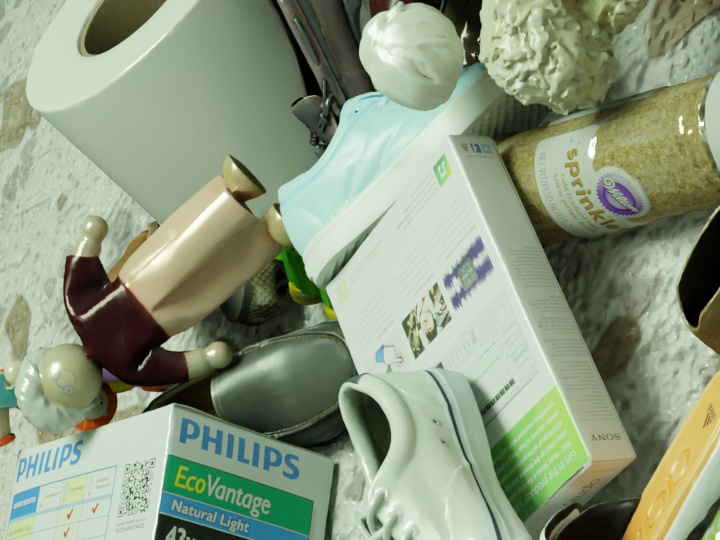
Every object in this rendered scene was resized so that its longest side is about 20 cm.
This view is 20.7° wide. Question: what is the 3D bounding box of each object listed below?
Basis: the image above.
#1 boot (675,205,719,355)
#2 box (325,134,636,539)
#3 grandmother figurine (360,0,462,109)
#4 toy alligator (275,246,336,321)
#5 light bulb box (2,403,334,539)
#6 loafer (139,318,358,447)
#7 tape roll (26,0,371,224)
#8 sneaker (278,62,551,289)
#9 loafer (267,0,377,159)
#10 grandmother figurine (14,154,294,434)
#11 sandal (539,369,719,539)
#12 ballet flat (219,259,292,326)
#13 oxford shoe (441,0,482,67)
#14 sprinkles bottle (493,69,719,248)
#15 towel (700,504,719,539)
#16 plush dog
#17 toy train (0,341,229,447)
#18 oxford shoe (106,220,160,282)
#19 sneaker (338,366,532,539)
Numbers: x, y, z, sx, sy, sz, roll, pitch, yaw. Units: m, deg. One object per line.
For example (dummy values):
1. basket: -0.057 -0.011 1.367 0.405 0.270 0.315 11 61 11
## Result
1. boot: 0.221 -0.038 0.891 0.201 0.075 0.074 -55 34 18
2. box: 0.058 0.051 1.043 0.144 0.036 0.201 -50 50 43
3. grandmother figurine: 0.026 -0.160 1.080 0.201 0.060 0.122 -95 2 -50
4. toy alligator: 0.000 0.000 1.205 0.054 0.060 0.200 -30 34 -22
5. light bulb box: -0.131 0.206 1.202 0.198 0.124 0.202 -19 56 49
6. loafer: -0.060 0.080 1.207 0.200 0.072 0.073 -29 72 48
7. tape roll: -0.101 -0.138 1.291 0.202 0.139 0.203 -34 31 24
8. sneaker: 0.027 -0.080 1.112 0.200 0.074 0.082 -40 69 15
9. loafer: -0.025 -0.117 1.190 0.072 0.063 0.202 167 89 -71
10. grandmother figurine: -0.131 0.019 1.187 0.200 0.061 0.121 -44 76 5
11. sandal: 0.117 0.124 0.929 0.079 0.059 0.208 -80 15 -76
12. ballet flat: -0.086 -0.021 1.347 0.200 0.046 0.068 -125 43 -58
13. oxford shoe: 0.082 -0.142 1.153 0.201 0.072 0.085 -62 35 31
14. sprinkles bottle: 0.146 -0.057 1.012 0.199 0.068 0.069 -14 61 51
15. towel: 0.195 0.167 0.838 0.201 0.048 0.171 -62 35 9
16. plush dog: 0.149 -0.193 1.000 0.161 0.170 0.201 103 166 -51
17. toy train: -0.188 0.086 1.299 0.198 0.150 0.056 -8 84 8
18. oxford shoe: -0.148 0.013 1.315 0.071 0.072 0.200 -30 2 0
19. sneaker: 0.034 0.129 0.951 0.201 0.070 0.073 -110 28 -47
